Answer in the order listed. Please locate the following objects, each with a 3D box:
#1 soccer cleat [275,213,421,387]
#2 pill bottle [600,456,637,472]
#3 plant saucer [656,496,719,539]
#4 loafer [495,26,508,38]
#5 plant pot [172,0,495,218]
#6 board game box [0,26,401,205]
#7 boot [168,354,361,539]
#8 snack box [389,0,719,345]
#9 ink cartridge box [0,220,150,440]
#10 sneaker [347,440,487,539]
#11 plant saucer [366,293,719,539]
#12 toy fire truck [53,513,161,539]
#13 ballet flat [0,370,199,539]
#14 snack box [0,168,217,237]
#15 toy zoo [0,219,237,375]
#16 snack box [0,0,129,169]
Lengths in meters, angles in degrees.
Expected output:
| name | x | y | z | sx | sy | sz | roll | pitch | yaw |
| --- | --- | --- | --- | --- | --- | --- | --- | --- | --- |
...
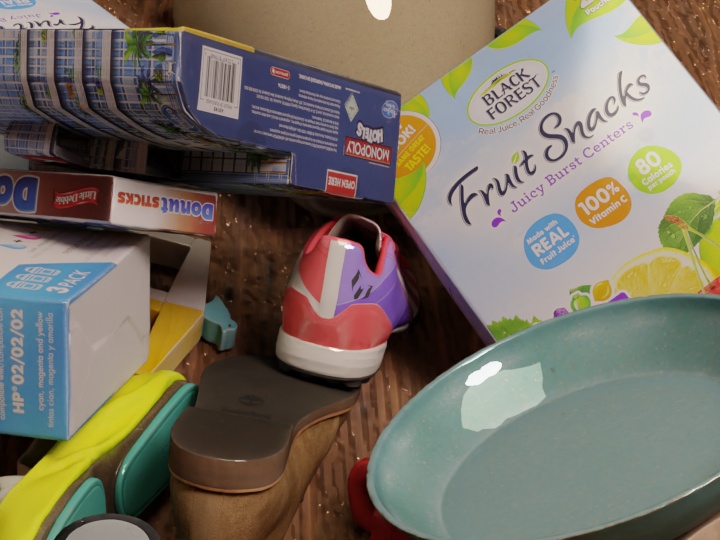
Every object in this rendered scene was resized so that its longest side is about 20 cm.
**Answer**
| name | x | y | z | sx | sy | sz | roll | pitch | yaw |
| --- | --- | --- | --- | --- | --- | --- | --- | --- | --- |
| soccer cleat | 0.000 | 0.000 | 0.939 | 0.067 | 0.074 | 0.200 | 13 | 15 | 6 |
| pill bottle | 0.186 | 0.105 | 0.849 | 0.112 | 0.113 | 0.199 | 32 | 40 | 27 |
| plant saucer | 0.176 | 0.181 | 0.715 | 0.198 | 0.029 | 0.203 | 6 | 71 | -17 |
| loafer | 0.120 | -0.090 | 1.159 | 0.071 | 0.073 | 0.200 | 30 | 17 | -41 |
| plant pot | -0.005 | -0.111 | 1.054 | 0.198 | 0.201 | 0.136 | -3 | 66 | -22 |
| board game box | -0.113 | -0.075 | 0.874 | 0.198 | 0.063 | 0.199 | 4 | -2 | 31 |
| boot | -0.049 | 0.091 | 0.844 | 0.073 | 0.076 | 0.200 | 9 | 15 | 12 |
| snack box | 0.119 | -0.031 | 0.932 | 0.168 | 0.068 | 0.201 | -36 | 71 | -2 |
| ink cartridge box | -0.210 | 0.019 | 0.828 | 0.197 | 0.069 | 0.115 | 5 | 17 | 11 |
| sneaker | 0.040 | 0.148 | 0.787 | 0.084 | 0.078 | 0.200 | -4 | 27 | -14 |
| plant saucer | 0.100 | 0.074 | 0.762 | 0.198 | 0.036 | 0.200 | -19 | 21 | 8 |
| toy fire truck | -0.068 | 0.209 | 0.634 | 0.198 | 0.130 | 0.176 | 20 | 34 | 28 |
| ballet flat | -0.134 | 0.104 | 0.797 | 0.066 | 0.068 | 0.200 | 8 | 27 | 15 |
| snack box | -0.166 | -0.037 | 0.883 | 0.198 | 0.025 | 0.072 | 6 | -1 | 39 |
| toy zoo | -0.163 | 0.009 | 0.952 | 0.198 | 0.021 | 0.132 | 15 | 35 | 3 |
| snack box | -0.232 | -0.124 | 1.061 | 0.167 | 0.068 | 0.200 | -15 | 36 | -34 |
